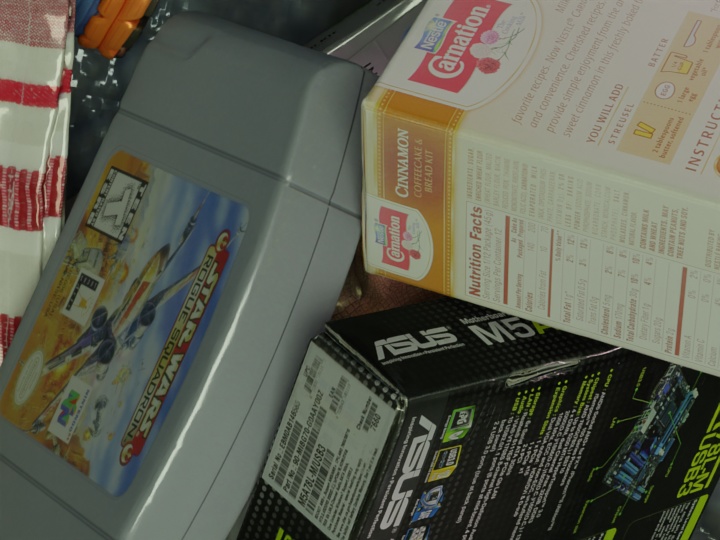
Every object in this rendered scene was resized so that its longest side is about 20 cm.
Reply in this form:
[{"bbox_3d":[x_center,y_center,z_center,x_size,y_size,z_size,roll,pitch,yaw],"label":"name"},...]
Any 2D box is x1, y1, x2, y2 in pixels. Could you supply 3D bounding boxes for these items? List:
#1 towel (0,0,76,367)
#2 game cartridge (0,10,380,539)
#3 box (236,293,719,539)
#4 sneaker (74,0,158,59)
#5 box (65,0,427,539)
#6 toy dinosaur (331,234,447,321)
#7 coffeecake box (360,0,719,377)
[{"bbox_3d":[-0.168,-0.017,0.920,0.143,0.023,0.201,2,103,-8],"label":"towel"},{"bbox_3d":[-0.062,0.020,0.873,0.041,0.133,0.201,24,90,-27],"label":"game cartridge"},{"bbox_3d":[0.035,0.094,0.899,0.193,0.047,0.200,-14,133,-46],"label":"box"},{"bbox_3d":[-0.082,-0.173,0.928,0.078,0.075,0.201,16,100,-8],"label":"sneaker"},{"bbox_3d":[0.000,0.000,0.997,0.200,0.041,0.156,-33,106,3],"label":"box"},{"bbox_3d":[-0.025,0.021,0.948,0.200,0.058,0.101,-33,106,2],"label":"toy dinosaur"},{"bbox_3d":[0.120,-0.046,0.835,0.199,0.154,0.073,17,138,16],"label":"coffeecake box"}]
